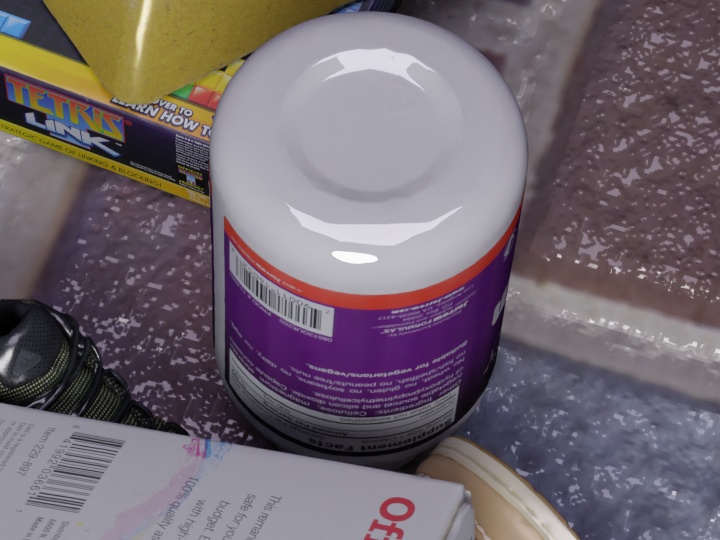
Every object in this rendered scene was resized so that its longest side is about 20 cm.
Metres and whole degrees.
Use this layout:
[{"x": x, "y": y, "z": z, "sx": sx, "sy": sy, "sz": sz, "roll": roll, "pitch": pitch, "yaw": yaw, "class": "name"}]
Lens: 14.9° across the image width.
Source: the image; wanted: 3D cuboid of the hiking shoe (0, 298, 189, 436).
[{"x": -0.118, "y": 0.063, "z": 1.048, "sx": 0.200, "sy": 0.101, "sz": 0.076, "roll": 26, "pitch": 63, "yaw": 12, "class": "hiking shoe"}]

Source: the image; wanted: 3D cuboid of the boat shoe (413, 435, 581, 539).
[{"x": 0.068, "y": 0.153, "z": 1.015, "sx": 0.069, "sy": 0.074, "sz": 0.200, "roll": -30, "pitch": 71, "yaw": -17, "class": "boat shoe"}]

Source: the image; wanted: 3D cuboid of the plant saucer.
[{"x": -0.065, "y": -0.191, "z": 1.166, "sx": 0.200, "sy": 0.048, "sz": 0.200, "roll": -28, "pitch": 65, "yaw": -18, "class": "plant saucer"}]

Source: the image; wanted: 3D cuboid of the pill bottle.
[{"x": 0.000, "y": 0.000, "z": 1.032, "sx": 0.112, "sy": 0.200, "sz": 0.113, "roll": 1, "pitch": 60, "yaw": -2, "class": "pill bottle"}]

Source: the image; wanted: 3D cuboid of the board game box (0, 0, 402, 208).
[{"x": -0.090, "y": -0.124, "z": 1.184, "sx": 0.200, "sy": 0.057, "sz": 0.165, "roll": 20, "pitch": 62, "yaw": 9, "class": "board game box"}]

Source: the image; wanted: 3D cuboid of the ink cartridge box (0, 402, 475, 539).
[{"x": -0.073, "y": 0.131, "z": 0.948, "sx": 0.200, "sy": 0.088, "sz": 0.145, "roll": 7, "pitch": 35, "yaw": 18, "class": "ink cartridge box"}]
